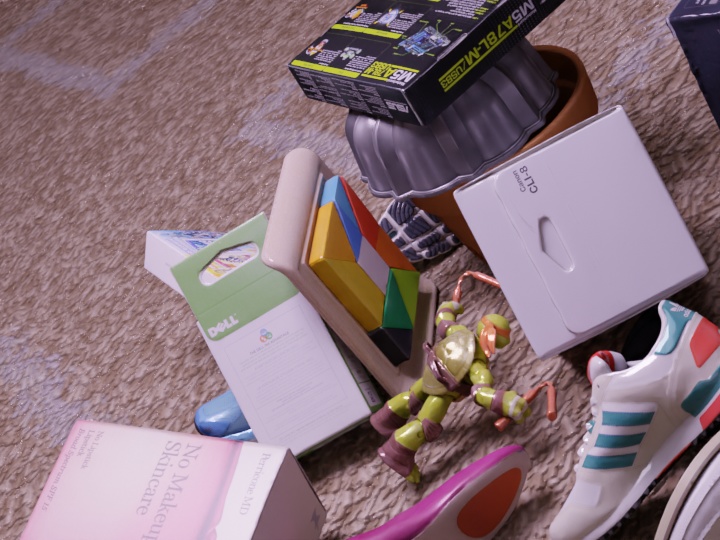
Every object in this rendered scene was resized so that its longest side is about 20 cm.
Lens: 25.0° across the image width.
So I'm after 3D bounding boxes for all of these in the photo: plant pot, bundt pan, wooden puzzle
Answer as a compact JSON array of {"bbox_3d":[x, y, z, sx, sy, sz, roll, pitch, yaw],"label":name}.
[{"bbox_3d":[0.144,-0.092,1.498,0.200,0.140,0.200,-25,29,15],"label":"plant pot"},{"bbox_3d":[0.072,-0.155,1.444,0.202,0.076,0.202,-25,29,15],"label":"bundt pan"},{"bbox_3d":[0.000,0.000,1.442,0.037,0.200,0.185,-32,27,26],"label":"wooden puzzle"}]

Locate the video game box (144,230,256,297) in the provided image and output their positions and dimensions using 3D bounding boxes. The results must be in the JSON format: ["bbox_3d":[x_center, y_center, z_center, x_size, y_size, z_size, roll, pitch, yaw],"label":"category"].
[{"bbox_3d":[-0.093,0.003,1.584,0.182,0.047,0.200,2,13,-27],"label":"video game box"}]

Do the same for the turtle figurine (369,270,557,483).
[{"bbox_3d":[0.076,0.094,1.315,0.161,0.064,0.200,-51,37,17],"label":"turtle figurine"}]

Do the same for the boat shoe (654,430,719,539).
[{"bbox_3d":[0.267,0.139,1.082,0.068,0.075,0.200,30,81,34],"label":"boat shoe"}]

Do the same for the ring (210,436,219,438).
[{"bbox_3d":[-0.158,0.224,1.372,0.200,0.019,0.201,-10,52,12],"label":"ring"}]

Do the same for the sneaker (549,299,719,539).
[{"bbox_3d":[0.185,0.107,1.140,0.200,0.093,0.070,-51,-11,21],"label":"sneaker"}]

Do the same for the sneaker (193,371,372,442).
[{"bbox_3d":[-0.073,0.085,1.498,0.200,0.090,0.078,-34,28,2],"label":"sneaker"}]

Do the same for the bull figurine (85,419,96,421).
[{"bbox_3d":[-0.210,0.204,1.474,0.121,0.065,0.200,-26,39,8],"label":"bull figurine"}]

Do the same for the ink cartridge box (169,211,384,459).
[{"bbox_3d":[-0.072,0.060,1.421,0.104,0.200,0.059,-30,-7,13],"label":"ink cartridge box"}]

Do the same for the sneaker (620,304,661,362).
[{"bbox_3d":[0.266,0.063,1.203,0.200,0.076,0.114,-24,30,17],"label":"sneaker"}]

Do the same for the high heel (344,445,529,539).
[{"bbox_3d":[0.037,0.190,1.243,0.200,0.067,0.096,-41,40,-7],"label":"high heel"}]

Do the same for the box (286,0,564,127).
[{"bbox_3d":[0.059,-0.212,1.419,0.193,0.048,0.200,-45,31,-16],"label":"box"}]

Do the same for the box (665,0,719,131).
[{"bbox_3d":[0.387,-0.166,1.305,0.200,0.197,0.117,0,42,45],"label":"box"}]

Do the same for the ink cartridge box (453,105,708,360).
[{"bbox_3d":[0.175,-0.027,1.271,0.145,0.145,0.200,-28,-4,9],"label":"ink cartridge box"}]

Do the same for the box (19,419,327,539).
[{"bbox_3d":[-0.148,0.208,1.295,0.200,0.109,0.128,4,53,24],"label":"box"}]

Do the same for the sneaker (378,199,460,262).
[{"bbox_3d":[0.085,-0.075,1.625,0.200,0.078,0.080,-44,10,-27],"label":"sneaker"}]
